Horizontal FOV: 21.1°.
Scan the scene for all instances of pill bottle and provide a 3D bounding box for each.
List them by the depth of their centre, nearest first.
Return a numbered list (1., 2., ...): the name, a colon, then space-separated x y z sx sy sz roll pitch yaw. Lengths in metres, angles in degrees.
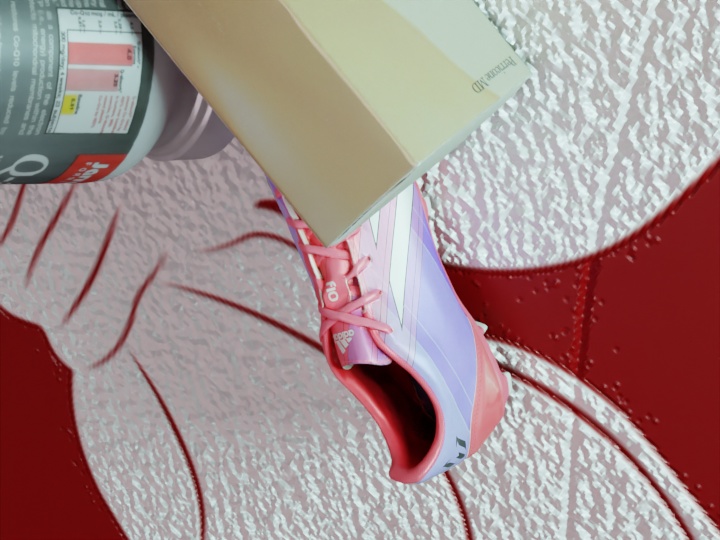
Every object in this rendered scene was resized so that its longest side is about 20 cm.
1. pill bottle: -0.149 -0.094 0.829 0.115 0.199 0.117 4 96 50

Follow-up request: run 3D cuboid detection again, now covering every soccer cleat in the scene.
1. soccer cleat: 0.000 0.000 0.872 0.066 0.076 0.201 -20 103 42

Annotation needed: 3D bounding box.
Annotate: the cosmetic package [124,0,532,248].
1. cosmetic package: -0.032 -0.122 0.806 0.200 0.105 0.071 49 134 0
